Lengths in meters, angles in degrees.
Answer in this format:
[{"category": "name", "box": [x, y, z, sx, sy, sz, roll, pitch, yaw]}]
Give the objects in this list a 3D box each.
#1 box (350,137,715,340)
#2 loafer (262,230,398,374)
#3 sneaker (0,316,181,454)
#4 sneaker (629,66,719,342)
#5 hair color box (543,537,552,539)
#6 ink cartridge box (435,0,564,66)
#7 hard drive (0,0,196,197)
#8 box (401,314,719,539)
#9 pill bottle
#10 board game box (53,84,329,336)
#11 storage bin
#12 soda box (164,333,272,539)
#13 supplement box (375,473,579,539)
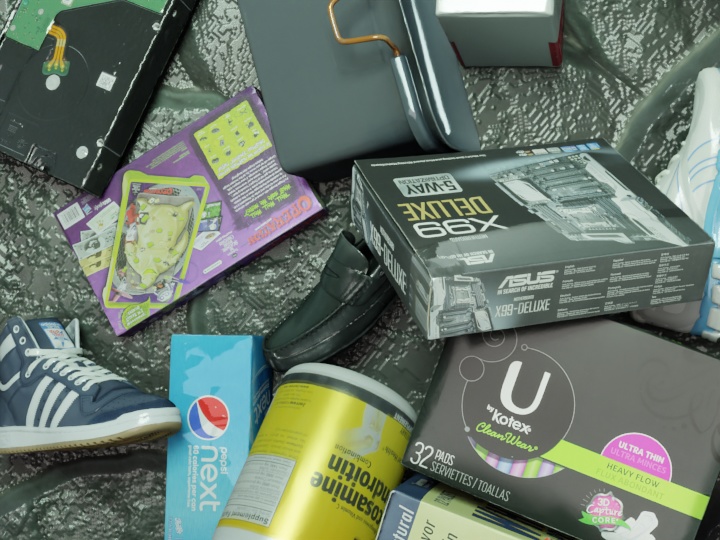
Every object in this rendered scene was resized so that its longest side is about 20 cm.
[{"category": "box", "box": [0.110, -0.027, 0.793, 0.199, 0.158, 0.050, -7, 123, -16]}, {"category": "loafer", "box": [0.000, 0.000, 0.890, 0.200, 0.068, 0.070, -38, 118, 3]}, {"category": "sneaker", "box": [-0.218, 0.084, 0.908, 0.200, 0.070, 0.109, -11, 79, 39]}, {"category": "sneaker", "box": [0.232, -0.051, 0.855, 0.086, 0.075, 0.201, 5, 86, 18]}, {"category": "hair color box", "box": [0.066, 0.267, 0.728, 0.200, 0.061, 0.102, -38, 79, 5]}, {"category": "ink cartridge box", "box": [0.109, -0.264, 0.858, 0.083, 0.145, 0.201, 2, 86, 13]}, {"category": "hard drive", "box": [-0.232, -0.176, 0.964, 0.139, 0.038, 0.200, 23, 87, 18]}, {"category": "box", "box": [0.154, 0.104, 0.830, 0.200, 0.124, 0.149, 20, 90, 14]}, {"category": "pill bottle", "box": [-0.039, 0.176, 0.837, 0.112, 0.112, 0.200, 17, 65, 12]}, {"category": "board game box", "box": [-0.139, -0.047, 0.951, 0.200, 0.032, 0.120, -31, 76, 8]}, {"category": "storage bin", "box": [-0.010, -0.162, 0.885, 0.134, 0.145, 0.201, -19, 82, 20]}, {"category": "soda box", "box": [-0.109, 0.150, 0.910, 0.068, 0.064, 0.201, 0, 86, 12]}, {"category": "supplement box", "box": [0.093, 0.273, 0.823, 0.199, 0.134, 0.201, 18, 89, 12]}]
